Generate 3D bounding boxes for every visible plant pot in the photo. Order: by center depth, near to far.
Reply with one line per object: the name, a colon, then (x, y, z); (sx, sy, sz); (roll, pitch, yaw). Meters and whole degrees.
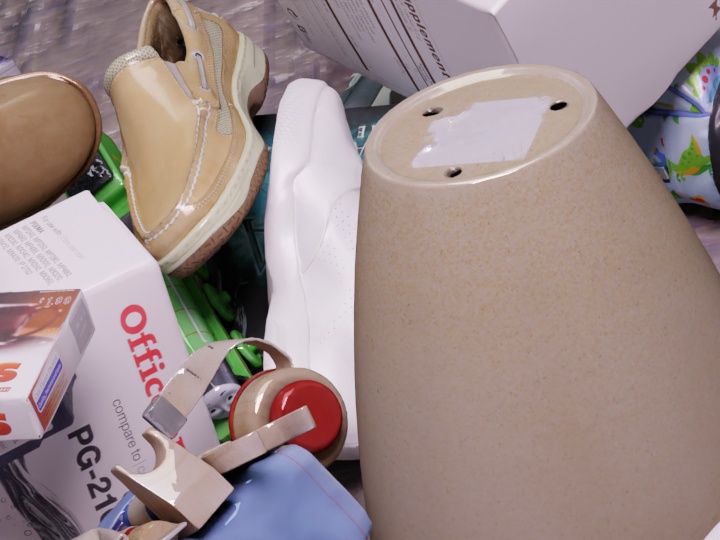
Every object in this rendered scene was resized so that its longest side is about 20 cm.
plant pot: (0.073, 0.026, 1.067); (0.187, 0.200, 0.187); (-13, 30, 7)

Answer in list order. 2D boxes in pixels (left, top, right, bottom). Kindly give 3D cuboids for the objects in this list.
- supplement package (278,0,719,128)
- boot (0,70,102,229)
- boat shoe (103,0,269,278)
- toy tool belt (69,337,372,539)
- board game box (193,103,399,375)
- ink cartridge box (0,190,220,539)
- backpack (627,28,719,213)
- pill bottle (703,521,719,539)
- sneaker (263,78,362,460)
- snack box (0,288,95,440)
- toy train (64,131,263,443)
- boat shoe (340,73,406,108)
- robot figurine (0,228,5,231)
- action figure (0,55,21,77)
supplement package: (0.053, -0.151, 1.255); (0.121, 0.120, 0.200); (-47, 46, -15)
boot: (-0.186, -0.033, 1.153); (0.175, 0.066, 0.200); (-28, 6, -7)
boat shoe: (-0.091, -0.070, 1.253); (0.072, 0.076, 0.200); (-38, 23, 17)
toy tool belt: (-0.052, 0.112, 1.043); (0.200, 0.125, 0.123); (-52, 14, -24)
board game box: (0.003, -0.015, 1.285); (0.200, 0.028, 0.135); (-4, 63, 25)
ink cartridge box: (-0.168, 0.078, 1.162); (0.200, 0.145, 0.084); (-26, 32, -16)
backpack: (0.149, -0.109, 1.339); (0.200, 0.154, 0.163); (0, 50, 53)
pill bottle: (0.188, 0.157, 0.870); (0.112, 0.112, 0.200); (-23, 29, -10)
sneaker: (0.000, 0.000, 1.229); (0.088, 0.075, 0.200); (-2, 58, 1)
snack box: (-0.211, 0.041, 1.078); (0.200, 0.024, 0.072); (-3, 36, 18)
toy train: (-0.095, 0.005, 1.271); (0.042, 0.056, 0.200); (-39, 54, 7)
boat shoe: (0.011, -0.094, 1.440); (0.062, 0.073, 0.200); (3, 40, 26)
robot figurine: (-0.213, 0.041, 1.281); (0.169, 0.113, 0.200); (-11, 25, 49)
action figure: (-0.261, -0.163, 1.570); (0.130, 0.200, 0.069); (-26, 30, -17)
